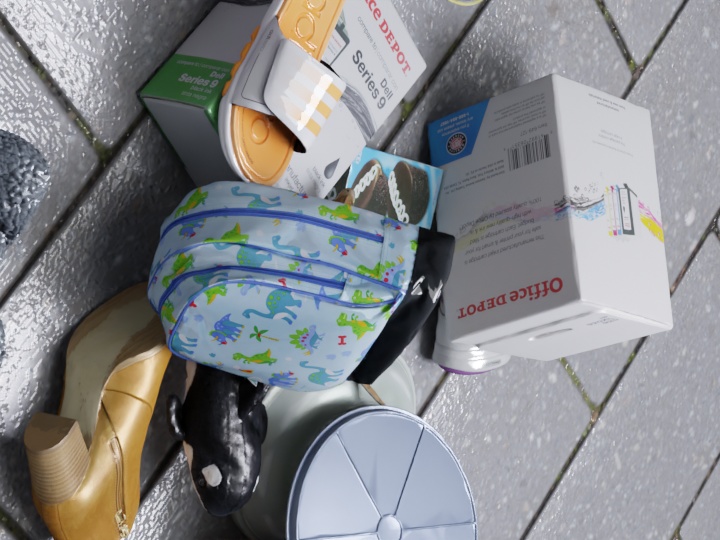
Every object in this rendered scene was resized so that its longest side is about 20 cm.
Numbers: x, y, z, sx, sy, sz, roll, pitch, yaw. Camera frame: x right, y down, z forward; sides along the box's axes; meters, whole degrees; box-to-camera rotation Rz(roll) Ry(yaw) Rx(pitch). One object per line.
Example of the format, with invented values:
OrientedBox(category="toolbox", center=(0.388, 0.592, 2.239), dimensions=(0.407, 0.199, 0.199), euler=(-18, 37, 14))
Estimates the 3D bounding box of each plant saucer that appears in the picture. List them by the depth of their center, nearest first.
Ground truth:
OrientedBox(category="plant saucer", center=(-0.019, 0.153, 1.711), dimensions=(0.199, 0.050, 0.202), euler=(-23, 127, -33))

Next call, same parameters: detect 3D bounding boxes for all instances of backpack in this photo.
OrientedBox(category="backpack", center=(-0.056, 0.011, 1.514), dimensions=(0.199, 0.163, 0.155), euler=(29, 54, -8))

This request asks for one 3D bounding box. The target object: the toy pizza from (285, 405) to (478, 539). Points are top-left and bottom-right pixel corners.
OrientedBox(category="toy pizza", center=(0.014, 0.209, 1.650), dimensions=(0.199, 0.032, 0.202), euler=(8, 77, -39))

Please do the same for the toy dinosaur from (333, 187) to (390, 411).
OrientedBox(category="toy dinosaur", center=(-0.024, 0.012, 1.641), dimensions=(0.060, 0.107, 0.201), euler=(-13, 131, -5))

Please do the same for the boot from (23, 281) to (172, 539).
OrientedBox(category="boot", center=(-0.184, 0.119, 1.556), dimensions=(0.202, 0.070, 0.145), euler=(-56, 150, -37))

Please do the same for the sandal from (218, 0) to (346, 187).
OrientedBox(category="sandal", center=(-0.041, -0.159, 1.510), dimensions=(0.079, 0.059, 0.209), euler=(27, 79, -44))

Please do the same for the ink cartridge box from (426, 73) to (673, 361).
OrientedBox(category="ink cartridge box", center=(0.163, -0.039, 1.768), dimensions=(0.144, 0.146, 0.202), euler=(13, 66, -46))

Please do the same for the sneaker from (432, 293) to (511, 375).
OrientedBox(category="sneaker", center=(0.145, 0.026, 1.872), dimensions=(0.199, 0.074, 0.101), euler=(-21, 116, -43))

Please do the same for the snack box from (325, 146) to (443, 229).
OrientedBox(category="snack box", center=(0.000, 0.000, 1.735), dimensions=(0.116, 0.037, 0.202), euler=(12, 91, -47))

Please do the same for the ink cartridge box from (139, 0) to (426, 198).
OrientedBox(category="ink cartridge box", center=(-0.056, -0.148, 1.601), dimensions=(0.201, 0.084, 0.146), euler=(-53, 132, -24))

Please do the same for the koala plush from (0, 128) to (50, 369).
OrientedBox(category="koala plush", center=(-0.330, -0.018, 1.308), dimensions=(0.199, 0.183, 0.179), euler=(18, 77, -27))

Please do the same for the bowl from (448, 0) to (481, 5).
OrientedBox(category="bowl", center=(0.032, -0.303, 1.634), dimensions=(0.200, 0.093, 0.203), euler=(15, 72, -57))

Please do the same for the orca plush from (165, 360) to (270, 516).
OrientedBox(category="orca plush", center=(-0.086, 0.086, 1.594), dimensions=(0.105, 0.071, 0.202), euler=(34, 57, -39))
